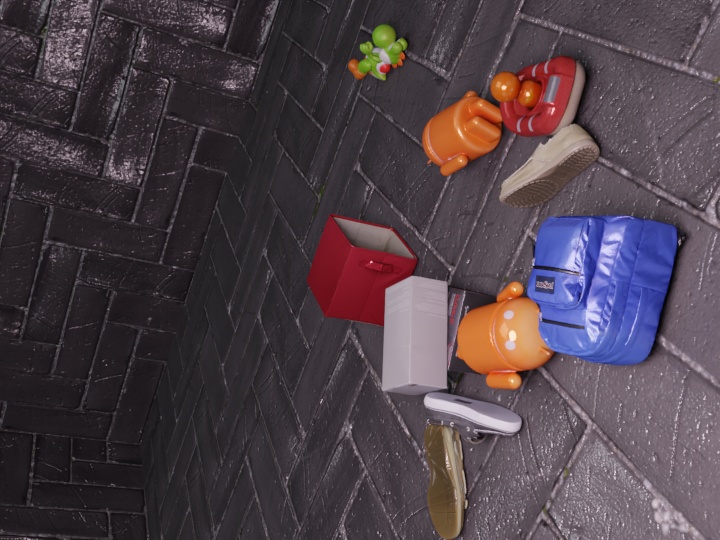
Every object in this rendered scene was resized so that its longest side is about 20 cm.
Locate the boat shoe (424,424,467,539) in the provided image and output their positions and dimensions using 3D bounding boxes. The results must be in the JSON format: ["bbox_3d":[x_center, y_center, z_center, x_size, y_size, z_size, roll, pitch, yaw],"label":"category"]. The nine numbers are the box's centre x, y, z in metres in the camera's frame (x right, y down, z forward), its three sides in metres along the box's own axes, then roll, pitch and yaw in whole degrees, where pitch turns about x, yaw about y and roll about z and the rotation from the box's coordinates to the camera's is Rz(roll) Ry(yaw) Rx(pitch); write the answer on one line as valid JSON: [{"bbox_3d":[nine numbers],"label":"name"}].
[{"bbox_3d":[0.161,0.374,1.371,0.073,0.063,0.201,-31,57,42],"label":"boat shoe"}]

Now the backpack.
[{"bbox_3d":[0.319,0.025,1.061,0.162,0.168,0.200,-169,88,-72],"label":"backpack"}]

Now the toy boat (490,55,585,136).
[{"bbox_3d":[0.283,-0.302,1.306,0.200,0.131,0.131,-146,70,-78],"label":"toy boat"}]

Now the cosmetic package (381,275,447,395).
[{"bbox_3d":[0.099,0.121,1.394,0.107,0.090,0.200,-26,59,59],"label":"cosmetic package"}]

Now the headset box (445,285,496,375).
[{"bbox_3d":[0.169,0.105,1.440,0.200,0.075,0.149,15,92,65],"label":"headset box"}]

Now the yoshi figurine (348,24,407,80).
[{"bbox_3d":[0.046,-0.575,1.989,0.200,0.112,0.113,-13,60,60],"label":"yoshi figurine"}]

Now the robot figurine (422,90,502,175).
[{"bbox_3d":[0.199,-0.271,1.510,0.200,0.116,0.144,-19,89,61],"label":"robot figurine"}]

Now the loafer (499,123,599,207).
[{"bbox_3d":[0.312,-0.172,1.281,0.200,0.076,0.068,-35,46,43],"label":"loafer"}]

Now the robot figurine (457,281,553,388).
[{"bbox_3d":[0.235,0.105,1.236,0.144,0.117,0.200,-46,11,-27],"label":"robot figurine"}]

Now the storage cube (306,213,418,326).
[{"bbox_3d":[0.000,0.000,1.737,0.180,0.171,0.200,-69,27,20],"label":"storage cube"}]

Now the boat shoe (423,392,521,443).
[{"bbox_3d":[0.187,0.260,1.309,0.200,0.070,0.066,7,98,43],"label":"boat shoe"}]
